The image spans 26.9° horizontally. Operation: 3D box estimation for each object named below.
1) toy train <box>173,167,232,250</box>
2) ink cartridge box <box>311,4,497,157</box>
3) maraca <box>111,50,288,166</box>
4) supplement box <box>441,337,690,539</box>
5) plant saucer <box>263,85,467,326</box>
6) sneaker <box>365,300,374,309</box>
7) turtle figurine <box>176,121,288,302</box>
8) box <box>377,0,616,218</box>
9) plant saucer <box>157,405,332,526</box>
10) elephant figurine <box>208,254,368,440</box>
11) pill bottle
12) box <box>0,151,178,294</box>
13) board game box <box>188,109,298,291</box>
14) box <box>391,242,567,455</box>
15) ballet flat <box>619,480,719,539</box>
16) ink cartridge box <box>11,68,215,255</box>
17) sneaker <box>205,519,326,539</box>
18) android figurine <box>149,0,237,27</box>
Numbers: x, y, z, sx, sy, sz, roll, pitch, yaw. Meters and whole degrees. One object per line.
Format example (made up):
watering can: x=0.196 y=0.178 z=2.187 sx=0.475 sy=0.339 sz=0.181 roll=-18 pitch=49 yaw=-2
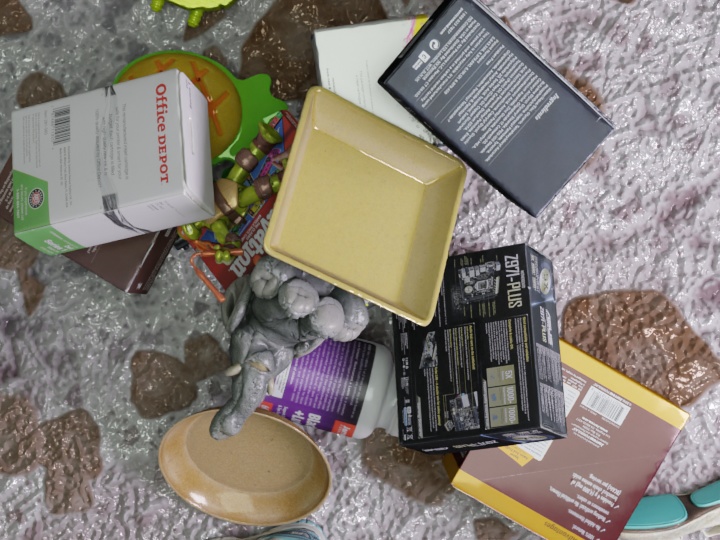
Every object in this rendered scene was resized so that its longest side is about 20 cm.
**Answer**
toy train: x=-0.147 y=-0.085 z=1.722 sx=0.200 sy=0.042 sz=0.056 roll=-29 pitch=113 yaw=5
ink cartridge box: x=0.054 y=-0.206 z=1.664 sx=0.200 sy=0.147 sz=0.145 roll=-8 pitch=96 yaw=-2
maraca: x=-0.183 y=-0.174 z=1.681 sx=0.200 sy=0.107 sz=0.137 roll=9 pitch=87 yaw=-3
supplement box: x=0.228 y=0.192 z=1.706 sx=0.197 sy=0.133 sz=0.200 roll=30 pitch=93 yaw=-3
plant saucer: x=-0.001 y=-0.061 z=1.552 sx=0.200 sy=0.048 sz=0.200 roll=26 pitch=63 yaw=-21
sneaker: x=-0.057 y=-0.014 z=1.669 sx=0.200 sy=0.076 sz=0.075 roll=21 pitch=56 yaw=24
turtle figurine: x=-0.136 y=-0.071 z=1.601 sx=0.161 sy=0.064 sz=0.200 roll=-36 pitch=57 yaw=11
box: x=0.129 y=-0.167 z=1.497 sx=0.197 sy=0.200 sz=0.124 roll=40 pitch=95 yaw=-5
plant saucer: x=-0.128 y=0.214 z=1.707 sx=0.200 sy=0.035 sz=0.200 roll=5 pitch=133 yaw=6
elephant figurine: x=-0.095 y=0.059 z=1.596 sx=0.142 sy=0.155 sz=0.200 roll=53 pitch=130 yaw=12
pill bottle: x=-0.029 y=0.127 z=1.706 sx=0.200 sy=0.111 sz=0.112 roll=15 pitch=94 yaw=-2
box: x=-0.308 y=-0.064 z=1.684 sx=0.200 sy=0.075 sz=0.100 roll=30 pitch=93 yaw=12
board game box: x=-0.108 y=-0.068 z=1.650 sx=0.103 sy=0.019 sz=0.200 roll=50 pitch=120 yaw=20
box: x=0.125 y=0.086 z=1.611 sx=0.164 sy=0.086 sz=0.200 roll=-11 pitch=72 yaw=25
ballet flat: x=0.383 y=0.291 z=1.754 sx=0.200 sy=0.067 sz=0.062 roll=-15 pitch=116 yaw=1
ink cartridge box: x=-0.258 y=-0.111 z=1.576 sx=0.200 sy=0.084 sz=0.146 roll=-11 pitch=69 yaw=15
sneaker: x=-0.136 y=0.343 z=1.732 sx=0.200 sy=0.086 sz=0.078 roll=-23 pitch=94 yaw=0
android figurine: x=-0.175 y=-0.377 z=1.700 sx=0.182 sy=0.041 sz=0.200 roll=20 pitch=93 yaw=-3
